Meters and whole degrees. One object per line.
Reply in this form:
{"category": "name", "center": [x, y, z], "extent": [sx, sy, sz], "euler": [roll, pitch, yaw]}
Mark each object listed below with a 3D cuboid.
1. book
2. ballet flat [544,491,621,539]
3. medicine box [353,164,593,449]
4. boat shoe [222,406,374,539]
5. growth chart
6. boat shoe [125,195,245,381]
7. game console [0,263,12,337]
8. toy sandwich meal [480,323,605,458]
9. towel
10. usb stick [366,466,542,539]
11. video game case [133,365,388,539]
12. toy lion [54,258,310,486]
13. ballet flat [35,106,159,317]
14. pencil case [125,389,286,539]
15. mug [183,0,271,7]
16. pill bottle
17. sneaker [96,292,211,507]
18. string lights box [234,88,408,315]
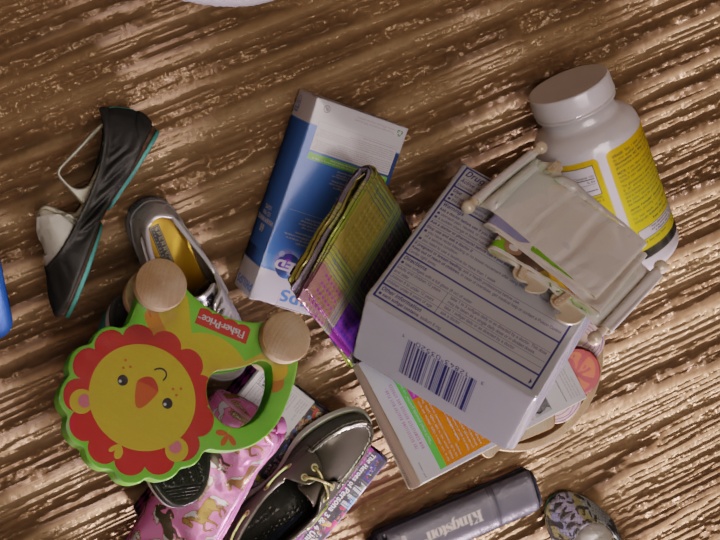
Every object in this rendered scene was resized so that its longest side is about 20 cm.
{"category": "book", "center": [0.108, 0.110, 1.548], "extent": [0.198, 0.048, 0.135], "euler": [-24, 83, -18]}
{"category": "ballet flat", "center": [0.274, 0.325, 1.738], "extent": [0.072, 0.072, 0.201], "euler": [-39, 114, -7]}
{"category": "medicine box", "center": [0.121, 0.031, 1.490], "extent": [0.181, 0.103, 0.201], "euler": [30, 55, 11]}
{"category": "boat shoe", "center": [-0.059, 0.216, 1.541], "extent": [0.201, 0.060, 0.072], "euler": [-42, 115, -6]}
{"category": "growth chart", "center": [0.189, -0.028, 1.469], "extent": [0.144, 0.200, 0.018], "euler": [-32, 156, -28]}
{"category": "boat shoe", "center": [-0.157, 0.025, 1.487], "extent": [0.070, 0.070, 0.202], "euler": [-27, 112, -12]}
{"category": "game console", "center": [-0.428, -0.009, 1.401], "extent": [0.198, 0.119, 0.172], "euler": [-16, 140, -16]}
{"category": "toy sandwich meal", "center": [0.175, 0.109, 1.639], "extent": [0.203, 0.070, 0.208], "euler": [-6, 106, -20]}
{"category": "towel", "center": [0.000, 0.000, 1.496], "extent": [0.145, 0.023, 0.200], "euler": [-60, 152, -14]}
{"category": "usb stick", "center": [0.101, 0.267, 1.674], "extent": [0.198, 0.033, 0.056], "euler": [-21, 111, -15]}
{"category": "video game case", "center": [-0.098, 0.213, 1.579], "extent": [0.181, 0.036, 0.201], "euler": [40, 88, -24]}
{"category": "toy lion", "center": [-0.163, 0.103, 1.395], "extent": [0.198, 0.069, 0.194], "euler": [23, 72, -16]}
{"category": "ballet flat", "center": [-0.255, -0.059, 1.435], "extent": [0.068, 0.068, 0.202], "euler": [26, 83, -15]}
{"category": "pencil case", "center": [-0.149, 0.211, 1.495], "extent": [0.086, 0.083, 0.201], "euler": [29, 91, -17]}
{"category": "mug", "center": [-0.132, -0.331, 1.374], "extent": [0.174, 0.147, 0.203], "euler": [13, 69, -32]}
{"category": "pill bottle", "center": [0.241, -0.099, 1.586], "extent": [0.112, 0.112, 0.202], "euler": [-28, 113, -12]}
{"category": "sneaker", "center": [-0.204, 0.130, 1.466], "extent": [0.083, 0.121, 0.202], "euler": [-11, 77, -26]}
{"category": "string lights box", "center": [-0.039, -0.061, 1.516], "extent": [0.102, 0.059, 0.202], "euler": [17, 98, -24]}
